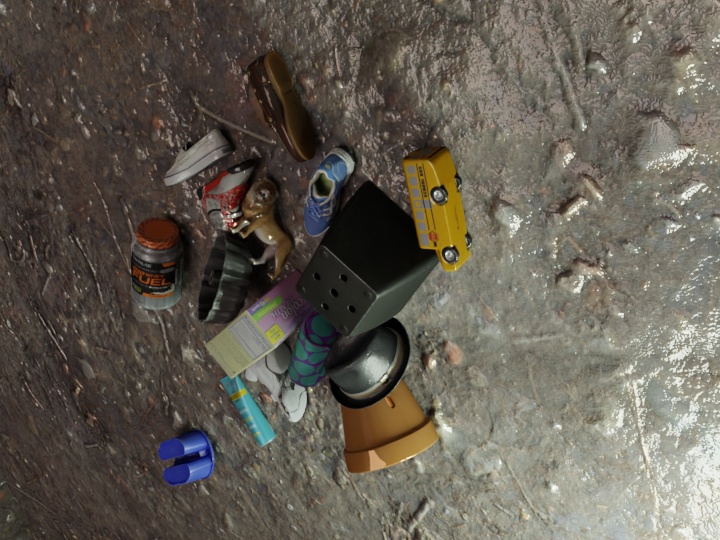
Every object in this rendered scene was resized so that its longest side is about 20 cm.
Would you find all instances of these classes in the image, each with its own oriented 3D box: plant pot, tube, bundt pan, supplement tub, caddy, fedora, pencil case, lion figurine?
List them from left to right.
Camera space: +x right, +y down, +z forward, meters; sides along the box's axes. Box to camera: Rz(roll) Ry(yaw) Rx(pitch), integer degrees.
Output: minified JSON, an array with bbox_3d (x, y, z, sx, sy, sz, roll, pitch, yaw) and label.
[{"bbox_3d":[-0.482,-0.016,1.646,0.122,0.122,0.202,29,131,19],"label":"supplement tub"},{"bbox_3d":[-0.500,0.544,2.022,0.199,0.104,0.143,-24,77,43],"label":"caddy"},{"bbox_3d":[-0.288,0.022,1.501,0.075,0.204,0.202,13,139,-23],"label":"bundt pan"},{"bbox_3d":[-0.291,0.356,1.792,0.077,0.050,0.201,-32,90,36],"label":"tube"},{"bbox_3d":[-0.189,-0.081,1.419,0.072,0.122,0.201,19,145,45],"label":"lion figurine"},{"bbox_3d":[-0.098,0.172,1.482,0.091,0.086,0.201,4,145,-15],"label":"pencil case"},{"bbox_3d":[-0.002,0.165,1.349,0.199,0.203,0.091,-5,150,38],"label":"fedora"},{"bbox_3d":[0.000,0.000,1.261,0.200,0.177,0.200,41,134,7],"label":"plant pot"},{"bbox_3d":[0.044,0.309,1.422,0.199,0.199,0.142,-23,87,43],"label":"plant pot"}]

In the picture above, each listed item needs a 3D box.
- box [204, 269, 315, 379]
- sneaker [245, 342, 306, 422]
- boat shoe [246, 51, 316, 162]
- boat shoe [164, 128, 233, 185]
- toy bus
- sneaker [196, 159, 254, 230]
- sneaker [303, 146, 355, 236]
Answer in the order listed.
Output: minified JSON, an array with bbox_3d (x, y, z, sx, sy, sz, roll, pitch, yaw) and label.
[{"bbox_3d":[-0.208,0.115,1.485,0.097,0.176,0.199,51,134,-3],"label":"box"},{"bbox_3d":[-0.203,0.263,1.647,0.114,0.075,0.203,-5,109,39],"label":"sneaker"},{"bbox_3d":[-0.144,-0.291,1.263,0.070,0.070,0.203,-15,99,34],"label":"boat shoe"},{"bbox_3d":[-0.350,-0.236,1.449,0.198,0.072,0.066,-19,101,41],"label":"boat shoe"},{"bbox_3d":[0.132,-0.102,1.176,0.077,0.065,0.203,3,119,35],"label":"toy bus"},{"bbox_3d":[-0.259,-0.150,1.433,0.200,0.067,0.109,-20,99,48],"label":"sneaker"},{"bbox_3d":[-0.076,-0.140,1.299,0.075,0.077,0.201,33,133,13],"label":"sneaker"}]
